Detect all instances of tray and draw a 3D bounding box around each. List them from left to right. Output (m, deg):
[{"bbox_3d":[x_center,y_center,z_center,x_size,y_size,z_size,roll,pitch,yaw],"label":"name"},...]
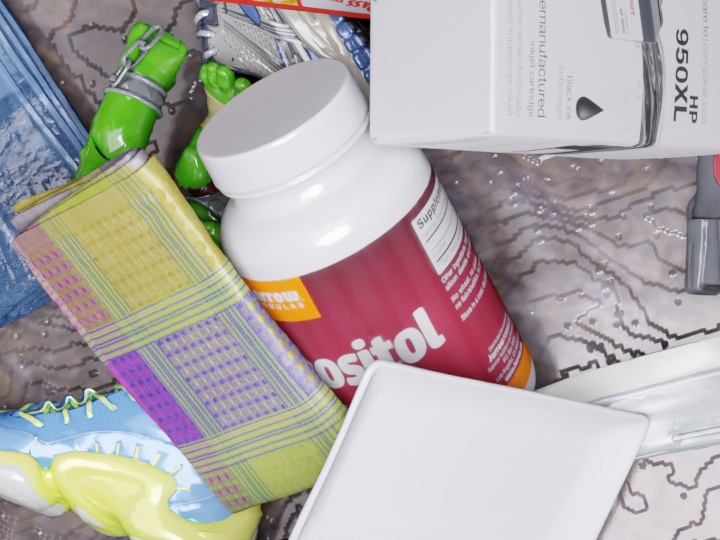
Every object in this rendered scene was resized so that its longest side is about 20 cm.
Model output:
[{"bbox_3d":[0.052,0.102,1.230,0.022,0.200,0.108,38,107,46],"label":"tray"}]

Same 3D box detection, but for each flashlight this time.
[{"bbox_3d":[0.207,-0.087,1.308,0.068,0.068,0.201,2,87,6],"label":"flashlight"}]

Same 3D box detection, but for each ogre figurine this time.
[{"bbox_3d":[-0.076,-0.023,1.328,0.120,0.098,0.200,-49,120,-15],"label":"ogre figurine"}]

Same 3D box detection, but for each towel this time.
[{"bbox_3d":[-0.214,-0.075,1.386,0.112,0.049,0.200,-35,83,7],"label":"towel"},{"bbox_3d":[-0.087,0.031,1.256,0.200,0.144,0.023,52,53,-10],"label":"towel"}]

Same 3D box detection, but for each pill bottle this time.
[{"bbox_3d":[0.000,0.000,1.255,0.113,0.113,0.200,-26,115,8],"label":"pill bottle"}]

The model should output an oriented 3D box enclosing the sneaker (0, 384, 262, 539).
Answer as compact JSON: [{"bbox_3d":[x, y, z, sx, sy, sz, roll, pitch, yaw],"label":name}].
[{"bbox_3d":[-0.140,0.089,1.361,0.199,0.076,0.105,22,82,-3],"label":"sneaker"}]

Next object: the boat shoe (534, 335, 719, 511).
[{"bbox_3d":[0.122,0.092,1.314,0.200,0.070,0.072,-18,82,6],"label":"boat shoe"}]

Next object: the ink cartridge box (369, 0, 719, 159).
[{"bbox_3d":[0.101,-0.131,1.233,0.084,0.200,0.145,0,90,44],"label":"ink cartridge box"}]

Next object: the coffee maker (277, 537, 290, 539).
[{"bbox_3d":[-0.075,0.212,1.256,0.192,0.200,0.135,27,66,-8],"label":"coffee maker"}]

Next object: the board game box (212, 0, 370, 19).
[{"bbox_3d":[-0.051,-0.214,1.297,0.199,0.046,0.152,5,70,-22],"label":"board game box"}]

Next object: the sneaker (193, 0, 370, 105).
[{"bbox_3d":[-0.063,-0.143,1.352,0.085,0.077,0.200,-42,81,12],"label":"sneaker"}]
